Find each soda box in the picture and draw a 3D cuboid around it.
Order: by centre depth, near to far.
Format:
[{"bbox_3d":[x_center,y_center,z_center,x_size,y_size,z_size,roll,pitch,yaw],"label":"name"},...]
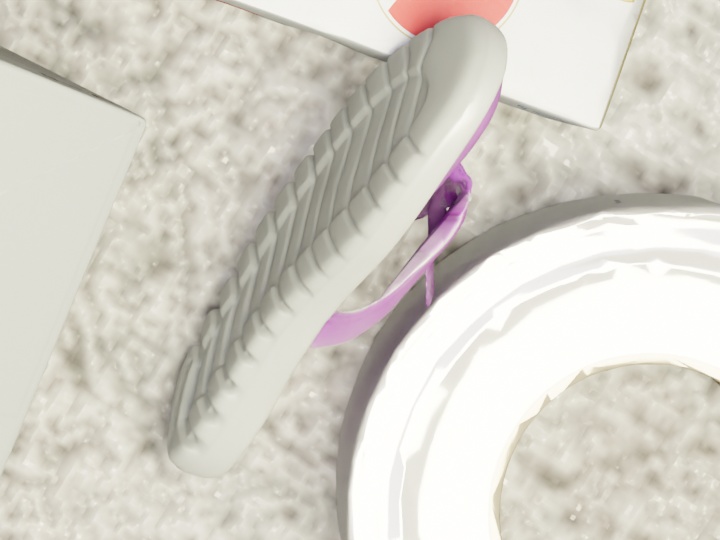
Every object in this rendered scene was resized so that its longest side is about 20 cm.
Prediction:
[{"bbox_3d":[-0.005,-0.110,0.949,0.199,0.064,0.068,19,93,-6],"label":"soda box"}]

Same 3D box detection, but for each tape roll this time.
[{"bbox_3d":[0.092,0.075,0.967,0.201,0.071,0.204,0,95,-3],"label":"tape roll"}]

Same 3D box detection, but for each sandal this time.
[{"bbox_3d":[0.000,-0.005,0.928,0.050,0.083,0.203,24,130,-19],"label":"sandal"}]

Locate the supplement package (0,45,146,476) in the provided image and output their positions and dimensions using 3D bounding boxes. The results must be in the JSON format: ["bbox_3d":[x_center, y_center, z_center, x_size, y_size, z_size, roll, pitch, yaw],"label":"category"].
[{"bbox_3d":[-0.191,-0.021,0.854,0.151,0.200,0.151,21,93,-31],"label":"supplement package"}]
